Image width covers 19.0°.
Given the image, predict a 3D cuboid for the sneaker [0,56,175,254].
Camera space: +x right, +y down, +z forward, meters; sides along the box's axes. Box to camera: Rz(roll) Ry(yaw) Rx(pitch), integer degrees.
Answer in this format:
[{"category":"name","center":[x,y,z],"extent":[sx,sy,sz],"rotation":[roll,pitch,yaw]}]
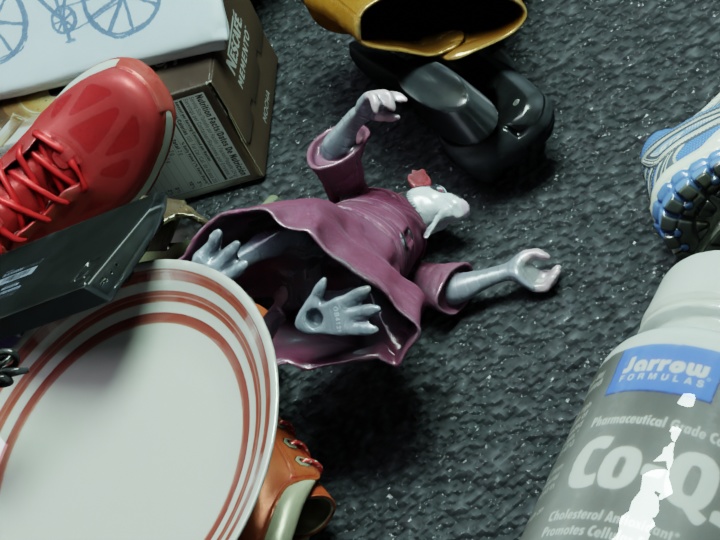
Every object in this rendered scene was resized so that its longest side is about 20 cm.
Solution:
[{"category":"sneaker","center":[-0.188,-0.031,1.185],"extent":[0.200,0.078,0.116],"rotation":[-46,-1,30]}]

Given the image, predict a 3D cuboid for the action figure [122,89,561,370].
[{"category":"action figure","center":[0.000,0.000,1.079],"extent":[0.149,0.134,0.200],"rotation":[-39,-1,24]}]

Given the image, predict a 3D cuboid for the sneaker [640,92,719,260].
[{"category":"sneaker","center":[0.223,-0.085,1.056],"extent":[0.199,0.077,0.085],"rotation":[-27,35,2]}]

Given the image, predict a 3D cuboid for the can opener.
[{"category":"can opener","center":[0.048,-0.109,1.199],"extent":[0.063,0.079,0.200],"rotation":[-36,29,-2]}]

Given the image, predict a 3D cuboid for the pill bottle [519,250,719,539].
[{"category":"pill bottle","center":[0.134,0.096,0.885],"extent":[0.113,0.114,0.201],"rotation":[4,50,34]}]

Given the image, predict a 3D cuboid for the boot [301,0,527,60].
[{"category":"boot","center":[0.065,-0.162,1.193],"extent":[0.200,0.071,0.144],"rotation":[-14,27,-19]}]

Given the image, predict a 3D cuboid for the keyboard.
[{"category":"keyboard","center":[-0.176,0.025,1.043],"extent":[0.199,0.021,0.127],"rotation":[-19,28,47]}]

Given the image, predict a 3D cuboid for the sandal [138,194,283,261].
[{"category":"sandal","center":[-0.124,-0.006,1.165],"extent":[0.200,0.058,0.080],"rotation":[-14,25,39]}]

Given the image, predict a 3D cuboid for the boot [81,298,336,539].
[{"category":"boot","center":[-0.057,0.092,1.055],"extent":[0.106,0.075,0.201],"rotation":[6,44,13]}]

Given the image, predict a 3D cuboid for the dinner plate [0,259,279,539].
[{"category":"dinner plate","center":[-0.113,0.089,0.976],"extent":[0.199,0.024,0.201],"rotation":[-21,53,30]}]

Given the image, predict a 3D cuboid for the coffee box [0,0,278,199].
[{"category":"coffee box","center":[-0.156,-0.094,1.291],"extent":[0.199,0.080,0.114],"rotation":[-16,41,17]}]

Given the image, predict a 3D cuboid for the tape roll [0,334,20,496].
[{"category":"tape roll","center":[-0.236,0.121,1.111],"extent":[0.199,0.085,0.201],"rotation":[-18,40,16]}]

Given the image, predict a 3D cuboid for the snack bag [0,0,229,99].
[{"category":"snack bag","center":[-0.173,-0.208,1.240],"extent":[0.187,0.202,0.021],"rotation":[-11,-1,23]}]
